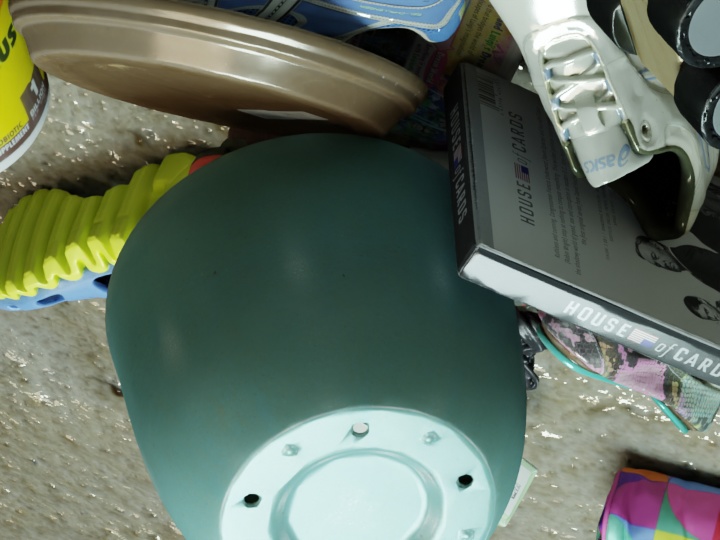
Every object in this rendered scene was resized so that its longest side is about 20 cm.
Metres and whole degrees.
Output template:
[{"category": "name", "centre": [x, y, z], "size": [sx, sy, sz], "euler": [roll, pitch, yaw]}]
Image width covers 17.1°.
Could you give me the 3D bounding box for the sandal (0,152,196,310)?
[{"category": "sandal", "centre": [-0.143, -0.005, 1.385], "size": [0.200, 0.080, 0.087], "euler": [-8, 142, 41]}]

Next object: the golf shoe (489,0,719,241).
[{"category": "golf shoe", "centre": [0.109, -0.089, 1.056], "size": [0.078, 0.097, 0.200], "euler": [-16, 142, 31]}]

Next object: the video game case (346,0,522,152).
[{"category": "video game case", "centre": [-0.004, -0.142, 1.139], "size": [0.182, 0.024, 0.200], "euler": [21, 148, -1]}]

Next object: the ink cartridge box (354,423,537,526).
[{"category": "ink cartridge box", "centre": [-0.011, 0.076, 1.406], "size": [0.200, 0.048, 0.146], "euler": [40, 164, -32]}]

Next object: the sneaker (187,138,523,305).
[{"category": "sneaker", "centre": [0.000, 0.000, 1.212], "size": [0.200, 0.098, 0.071], "euler": [11, 154, 9]}]

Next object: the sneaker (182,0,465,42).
[{"category": "sneaker", "centre": [-0.045, -0.132, 1.081], "size": [0.200, 0.076, 0.077], "euler": [3, 139, 27]}]

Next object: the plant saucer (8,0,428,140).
[{"category": "plant saucer", "centre": [-0.068, -0.093, 1.117], "size": [0.200, 0.029, 0.200], "euler": [11, 175, 1]}]

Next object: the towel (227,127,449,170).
[{"category": "towel", "centre": [0.040, -0.030, 1.267], "size": [0.200, 0.023, 0.144], "euler": [9, 156, 18]}]

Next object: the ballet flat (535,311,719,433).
[{"category": "ballet flat", "centre": [0.160, 0.037, 1.264], "size": [0.069, 0.071, 0.200], "euler": [53, -168, 30]}]

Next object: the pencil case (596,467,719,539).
[{"category": "pencil case", "centre": [0.239, 0.179, 1.433], "size": [0.200, 0.088, 0.088], "euler": [13, 148, 14]}]

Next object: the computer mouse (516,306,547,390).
[{"category": "computer mouse", "centre": [0.008, 0.019, 1.311], "size": [0.200, 0.053, 0.139], "euler": [9, 163, -4]}]

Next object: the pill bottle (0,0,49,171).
[{"category": "pill bottle", "centre": [-0.231, -0.137, 1.197], "size": [0.109, 0.109, 0.200], "euler": [10, 147, 18]}]

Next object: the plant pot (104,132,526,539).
[{"category": "plant pot", "centre": [-0.012, 0.064, 1.107], "size": [0.201, 0.161, 0.201], "euler": [-6, 126, -8]}]

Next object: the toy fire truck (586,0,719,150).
[{"category": "toy fire truck", "centre": [0.191, -0.158, 0.935], "size": [0.129, 0.200, 0.176], "euler": [54, 173, 43]}]

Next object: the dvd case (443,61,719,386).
[{"category": "dvd case", "centre": [0.132, -0.013, 1.120], "size": [0.200, 0.150, 0.025], "euler": [22, 124, -17]}]
